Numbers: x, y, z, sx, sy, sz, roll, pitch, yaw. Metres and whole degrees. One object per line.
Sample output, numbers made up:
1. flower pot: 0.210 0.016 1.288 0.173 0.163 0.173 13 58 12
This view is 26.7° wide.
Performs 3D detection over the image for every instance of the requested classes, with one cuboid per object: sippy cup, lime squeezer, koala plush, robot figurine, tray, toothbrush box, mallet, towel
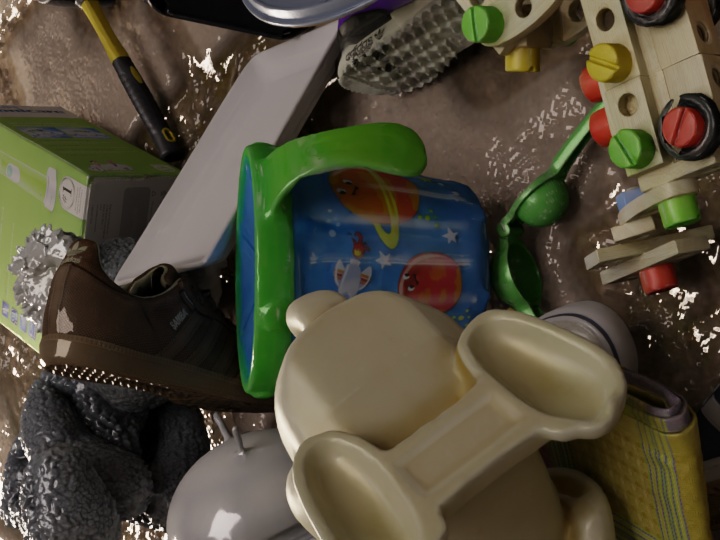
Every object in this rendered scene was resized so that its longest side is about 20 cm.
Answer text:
1. sippy cup: 0.000 0.000 0.833 0.178 0.129 0.141 157 113 -80
2. lime squeezer: 0.103 -0.018 0.805 0.070 0.038 0.201 16 97 48
3. koala plush: -0.158 0.070 0.997 0.183 0.176 0.201 4 94 58
4. robot figurine: -0.040 0.176 0.864 0.169 0.113 0.201 -10 103 64
5. tray: -0.075 -0.070 0.953 0.107 0.022 0.201 -13 43 51
6. toothbrush box: -0.221 -0.029 1.123 0.200 0.086 0.147 26 113 46
7. mallet: -0.189 -0.161 1.123 0.041 0.066 0.201 -50 53 36
8. towel: 0.122 0.123 0.702 0.143 0.023 0.201 25 136 58

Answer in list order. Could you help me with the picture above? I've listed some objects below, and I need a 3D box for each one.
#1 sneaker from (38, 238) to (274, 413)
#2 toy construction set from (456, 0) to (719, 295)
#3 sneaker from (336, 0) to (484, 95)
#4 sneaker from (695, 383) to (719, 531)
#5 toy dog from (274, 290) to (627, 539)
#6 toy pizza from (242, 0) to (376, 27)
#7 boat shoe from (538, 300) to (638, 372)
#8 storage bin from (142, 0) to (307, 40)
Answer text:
1. sneaker: -0.099 0.037 0.882 0.070 0.200 0.076 -3 76 34
2. toy construction set: 0.117 -0.084 0.716 0.131 0.092 0.201 -22 92 43
3. sneaker: 0.054 -0.179 0.851 0.200 0.069 0.100 -22 64 43
4. sneaker: 0.190 0.042 0.680 0.200 0.070 0.109 -41 47 48
5. toy dog: 0.029 0.118 0.687 0.193 0.139 0.201 29 150 36
6. toy pizza: 0.014 -0.211 0.845 0.199 0.032 0.201 -25 43 26
7. boat shoe: 0.066 0.091 0.792 0.071 0.070 0.200 55 133 14
8. storage bin: -0.076 -0.261 0.951 0.094 0.135 0.201 38 114 43
